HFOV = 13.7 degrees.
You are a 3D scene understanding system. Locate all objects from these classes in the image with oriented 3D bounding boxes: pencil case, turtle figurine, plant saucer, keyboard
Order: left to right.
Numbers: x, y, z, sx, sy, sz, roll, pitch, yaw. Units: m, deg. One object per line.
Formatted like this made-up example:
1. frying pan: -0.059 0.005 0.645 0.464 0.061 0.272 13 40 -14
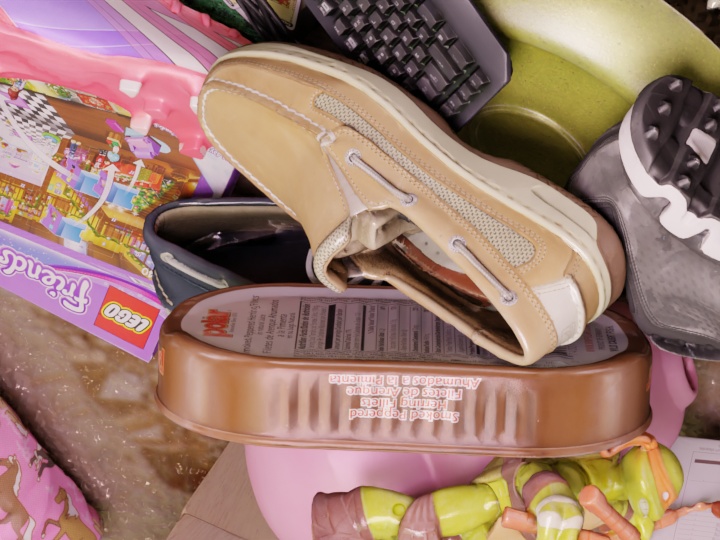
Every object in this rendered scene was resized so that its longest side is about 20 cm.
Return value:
1. pencil case: -0.210 0.081 1.447 0.200 0.083 0.086 51 167 -17
2. keyboard: -0.026 -0.129 1.207 0.200 0.021 0.127 54 144 7
3. turtle figurine: 0.063 0.094 1.209 0.160 0.200 0.065 -15 83 17
4. plant saucer: 0.075 -0.058 1.232 0.199 0.031 0.200 23 151 14

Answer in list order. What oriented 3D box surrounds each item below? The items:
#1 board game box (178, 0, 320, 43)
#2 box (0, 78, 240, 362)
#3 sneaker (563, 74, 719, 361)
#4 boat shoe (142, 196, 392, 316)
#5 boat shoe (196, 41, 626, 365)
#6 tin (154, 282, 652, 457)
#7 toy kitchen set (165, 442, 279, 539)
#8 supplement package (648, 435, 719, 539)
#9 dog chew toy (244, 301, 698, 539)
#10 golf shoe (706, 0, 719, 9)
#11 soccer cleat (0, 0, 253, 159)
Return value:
1. board game box: -0.091 -0.171 1.273 0.200 0.024 0.105 43 128 -10
2. box: -0.156 -0.060 1.359 0.199 0.039 0.137 28 126 1
3. sneaker: 0.158 0.010 1.177 0.200 0.067 0.090 42 142 -14
4. boat shoe: 0.000 0.000 1.279 0.199 0.075 0.062 9 142 26
5. boat shoe: 0.004 -0.026 1.171 0.199 0.076 0.072 27 143 29
6. tin: 0.018 0.037 1.187 0.198 0.112 0.042 2 102 0
7. toy kitchen set: -0.011 0.214 1.397 0.199 0.181 0.164 22 128 10
8. supplement package: 0.171 0.188 1.287 0.113 0.201 0.110 6 143 17
9. dog chew toy: 0.051 0.066 1.321 0.199 0.125 0.125 -16 116 19
10. golf shoe: 0.119 -0.151 1.188 0.199 0.077 0.089 16 95 21
11. soccer cleat: -0.102 -0.103 1.274 0.199 0.077 0.067 13 159 -5
